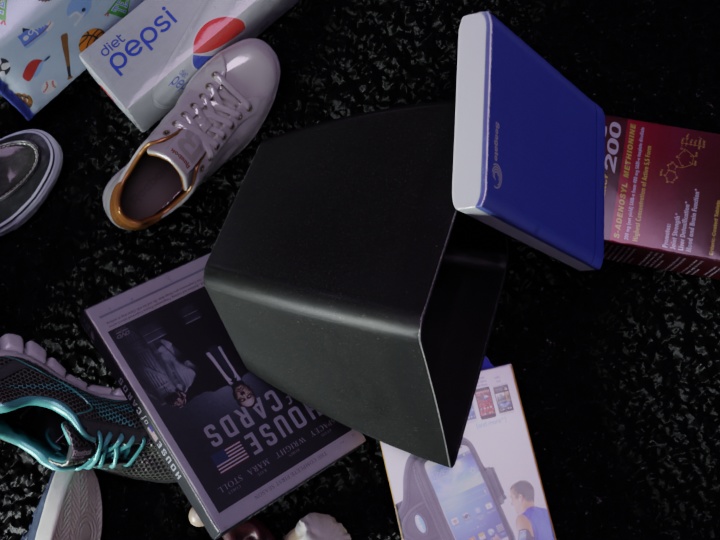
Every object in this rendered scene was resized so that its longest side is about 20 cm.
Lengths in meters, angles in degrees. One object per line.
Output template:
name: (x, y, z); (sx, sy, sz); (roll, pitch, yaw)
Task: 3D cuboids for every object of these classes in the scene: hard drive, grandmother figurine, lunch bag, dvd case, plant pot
hard drive: (0.127, -0.084, 0.763); (0.025, 0.200, 0.133); (-4, 76, 34)
grandmother figurine: (-0.103, 0.238, 0.831); (0.199, 0.061, 0.122); (-17, 106, -5)
lunch bag: (-0.300, -0.264, 0.908); (0.170, 0.124, 0.200); (-41, 66, -7)
dvd case: (-0.107, 0.088, 0.841); (0.150, 0.025, 0.200); (-27, 77, -35)
plant pot: (0.000, 0.000, 0.794); (0.176, 0.200, 0.201); (10, 58, 18)

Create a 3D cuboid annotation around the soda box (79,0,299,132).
soda box: (-0.140, -0.214, 0.919); (0.200, 0.063, 0.068); (-41, 81, -6)

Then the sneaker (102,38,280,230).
sneaker: (-0.131, -0.108, 0.879); (0.073, 0.085, 0.200); (40, 86, -18)

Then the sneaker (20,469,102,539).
sneaker: (-0.264, 0.243, 0.827); (0.084, 0.075, 0.201); (2, 69, 21)

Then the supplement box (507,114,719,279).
supplement box: (0.227, -0.064, 0.880); (0.199, 0.061, 0.110); (10, 79, 5)

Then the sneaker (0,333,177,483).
sneaker: (-0.210, 0.126, 0.806); (0.199, 0.091, 0.078); (26, 105, -24)

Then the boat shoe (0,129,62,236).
boat shoe: (-0.340, -0.053, 0.887); (0.200, 0.071, 0.072); (-37, 80, -7)

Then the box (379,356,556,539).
box: (0.081, 0.163, 0.847); (0.118, 0.041, 0.201); (-13, 80, -1)
